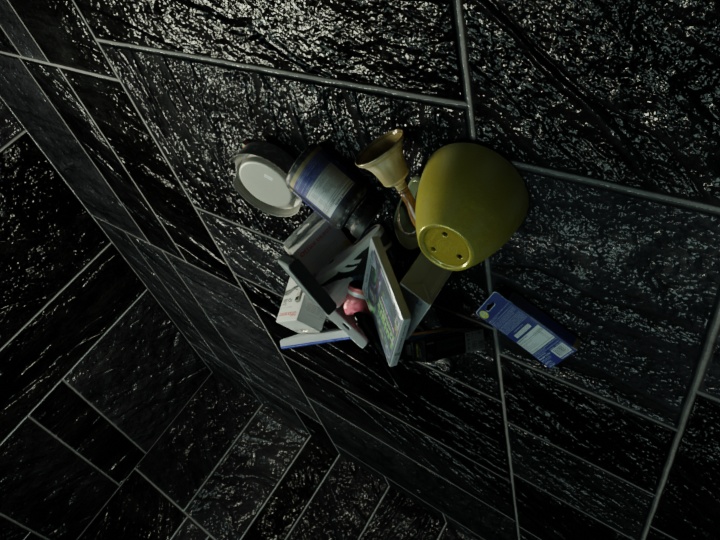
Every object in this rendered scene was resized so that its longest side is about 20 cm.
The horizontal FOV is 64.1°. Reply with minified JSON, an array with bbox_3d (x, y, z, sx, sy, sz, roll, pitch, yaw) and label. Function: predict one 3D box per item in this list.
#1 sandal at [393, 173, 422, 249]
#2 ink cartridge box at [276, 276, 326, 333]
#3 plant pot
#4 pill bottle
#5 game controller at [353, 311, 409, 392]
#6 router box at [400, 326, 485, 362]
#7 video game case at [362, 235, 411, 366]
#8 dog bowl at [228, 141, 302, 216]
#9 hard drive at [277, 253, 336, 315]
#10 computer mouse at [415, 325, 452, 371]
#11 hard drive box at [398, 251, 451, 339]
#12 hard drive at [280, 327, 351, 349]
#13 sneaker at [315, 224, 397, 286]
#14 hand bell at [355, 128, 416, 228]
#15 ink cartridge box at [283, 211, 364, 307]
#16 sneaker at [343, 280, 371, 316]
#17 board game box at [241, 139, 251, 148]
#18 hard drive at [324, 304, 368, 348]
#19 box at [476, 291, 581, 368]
[{"bbox_3d":[0.100,-0.109,1.146,0.078,0.058,0.203,28,149,12],"label":"sandal"},{"bbox_3d":[-0.139,0.055,1.540,0.081,0.206,0.145,24,161,-27],"label":"ink cartridge box"},{"bbox_3d":[0.168,-0.087,0.972,0.195,0.144,0.203,24,147,16],"label":"plant pot"},{"bbox_3d":[-0.054,-0.162,1.212,0.198,0.113,0.112,39,154,0],"label":"pill bottle"},{"bbox_3d":[0.044,0.180,1.278,0.203,0.042,0.104,57,-172,13],"label":"game controller"},{"bbox_3d":[0.172,0.170,1.341,0.147,0.195,0.053,-5,90,53],"label":"router box"},{"bbox_3d":[0.049,0.066,1.191,0.184,0.023,0.204,99,155,-53],"label":"video game case"},{"bbox_3d":[-0.216,-0.218,1.362,0.194,0.060,0.202,19,149,11],"label":"dog bowl"},{"bbox_3d":[-0.125,0.026,1.314,0.140,0.033,0.200,50,173,-13],"label":"hard drive"},{"bbox_3d":[0.166,0.192,1.544,0.108,0.044,0.201,14,149,50],"label":"computer mouse"},{"bbox_3d":[0.130,0.035,1.220,0.076,0.157,0.201,34,153,8],"label":"hard drive box"},{"bbox_3d":[-0.097,0.174,1.520,0.193,0.131,0.026,-11,88,19],"label":"hard drive"},{"bbox_3d":[0.000,0.000,1.309,0.113,0.198,0.073,50,-170,-19],"label":"sneaker"},{"bbox_3d":[0.084,-0.143,1.059,0.103,0.105,0.202,0,131,52],"label":"hand bell"},{"bbox_3d":[-0.087,-0.038,1.397,0.201,0.128,0.125,51,172,-19],"label":"ink cartridge box"},{"bbox_3d":[0.046,0.093,1.379,0.195,0.089,0.074,20,-165,-18],"label":"sneaker"},{"bbox_3d":[-0.240,-0.232,1.457,0.101,0.020,0.202,29,151,19],"label":"board game box"},{"bbox_3d":[-0.016,0.123,1.482,0.131,0.027,0.200,42,-167,4],"label":"hard drive"},{"bbox_3d":[0.345,0.116,1.198,0.197,0.033,0.122,36,153,7],"label":"box"}]
